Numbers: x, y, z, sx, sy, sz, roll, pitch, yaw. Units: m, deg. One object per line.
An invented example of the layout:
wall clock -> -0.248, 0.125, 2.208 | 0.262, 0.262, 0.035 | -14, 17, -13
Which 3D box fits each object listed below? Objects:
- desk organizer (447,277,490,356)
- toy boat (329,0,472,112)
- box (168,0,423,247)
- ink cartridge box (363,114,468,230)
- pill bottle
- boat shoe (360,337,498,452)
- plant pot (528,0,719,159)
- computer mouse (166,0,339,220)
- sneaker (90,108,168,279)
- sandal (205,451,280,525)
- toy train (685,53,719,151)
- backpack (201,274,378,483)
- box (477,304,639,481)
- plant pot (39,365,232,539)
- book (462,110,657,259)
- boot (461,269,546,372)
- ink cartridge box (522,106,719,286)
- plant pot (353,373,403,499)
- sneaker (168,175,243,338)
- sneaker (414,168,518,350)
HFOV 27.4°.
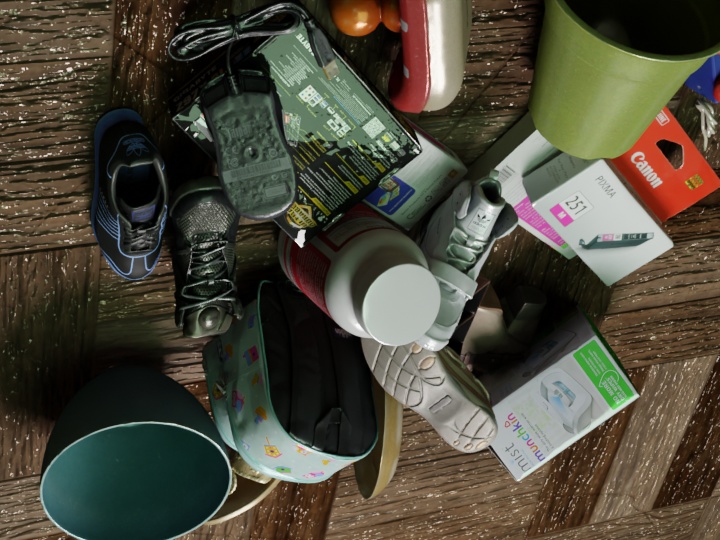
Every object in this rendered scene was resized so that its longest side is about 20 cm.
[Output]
desk organizer -> 0.082, 0.080, 1.669 | 0.077, 0.072, 0.200 | 15, 145, -2
toy boat -> 0.035, -0.242, 1.381 | 0.130, 0.131, 0.201 | 3, 135, 9
box -> -0.060, -0.139, 1.422 | 0.159, 0.049, 0.200 | -37, 123, 13
ink cartridge box -> 0.018, -0.119, 1.531 | 0.095, 0.037, 0.200 | -45, 138, 15
pill bottle -> 0.000, 0.000, 1.496 | 0.112, 0.200, 0.113 | -9, 113, -22
boat shoe -> 0.072, 0.109, 1.585 | 0.076, 0.072, 0.200 | -32, 110, 22
plant pot -> 0.250, -0.216, 1.476 | 0.199, 0.201, 0.190 | -9, 147, -21
computer mouse -> -0.081, -0.153, 1.356 | 0.140, 0.046, 0.201 | -18, 113, 4
sneaker -> -0.221, -0.056, 1.428 | 0.070, 0.078, 0.201 | -15, 135, -16
sandal -> -0.114, 0.217, 1.768 | 0.211, 0.078, 0.070 | -29, 118, -10
toy train -> 0.404, -0.233, 1.609 | 0.116, 0.085, 0.200 | -36, 139, -13
backpack -> -0.073, 0.131, 1.597 | 0.175, 0.201, 0.153 | 19, 134, -41
box -> 0.227, 0.145, 1.770 | 0.176, 0.200, 0.097 | -36, 95, 8
plant pot -> -0.245, 0.182, 1.589 | 0.199, 0.135, 0.201 | -7, 133, -8
book -> 0.224, -0.099, 1.658 | 0.134, 0.048, 0.200 | -42, 135, 17
boot -> 0.120, 0.064, 1.745 | 0.199, 0.070, 0.146 | 15, 134, -24
ink cartridge box -> 0.300, -0.084, 1.642 | 0.173, 0.044, 0.200 | -33, 137, 17
plant pot -> 0.019, 0.157, 1.672 | 0.027, 0.200, 0.201 | 2, 130, -11
sneaker -> -0.147, -0.008, 1.450 | 0.076, 0.115, 0.200 | -6, 151, -15
sneaker -> 0.100, -0.018, 1.537 | 0.075, 0.200, 0.115 | 28, 139, -13
